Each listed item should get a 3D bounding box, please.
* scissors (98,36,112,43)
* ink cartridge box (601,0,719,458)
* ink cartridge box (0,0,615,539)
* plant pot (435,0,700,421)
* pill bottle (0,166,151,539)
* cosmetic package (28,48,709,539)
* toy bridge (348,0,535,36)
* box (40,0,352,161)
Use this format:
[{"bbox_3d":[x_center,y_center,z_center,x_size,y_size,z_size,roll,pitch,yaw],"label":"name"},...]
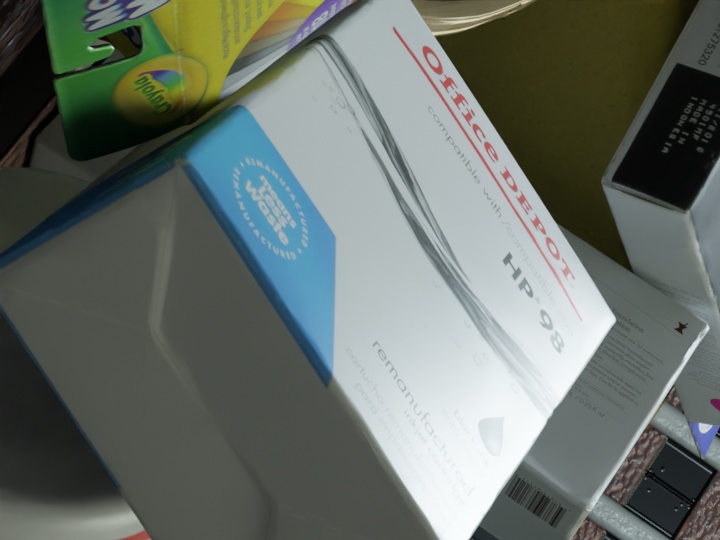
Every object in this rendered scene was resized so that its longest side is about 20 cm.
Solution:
[{"bbox_3d":[-0.002,-0.087,0.825,0.199,0.014,0.074,6,112,-43],"label":"scissors"},{"bbox_3d":[0.127,-0.014,0.967,0.095,0.037,0.200,-60,156,-18],"label":"ink cartridge box"},{"bbox_3d":[-0.003,0.001,0.773,0.067,0.116,0.200,-30,-172,27],"label":"ink cartridge box"},{"bbox_3d":[0.063,-0.105,1.013,0.200,0.199,0.177,-53,162,-31],"label":"plant pot"},{"bbox_3d":[-0.111,0.074,0.837,0.114,0.114,0.200,-51,173,-40],"label":"pill bottle"},{"bbox_3d":[0.000,0.000,0.923,0.083,0.199,0.051,-52,173,-31],"label":"cosmetic package"},{"bbox_3d":[0.034,-0.108,0.875,0.199,0.068,0.027,-24,179,-28],"label":"toy bridge"},{"bbox_3d":[0.003,-0.110,0.673,0.200,0.048,0.117,-40,166,-15],"label":"box"}]
